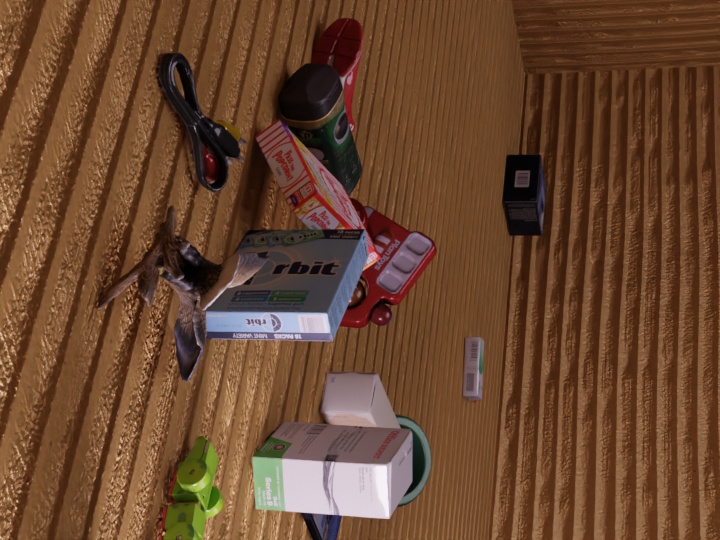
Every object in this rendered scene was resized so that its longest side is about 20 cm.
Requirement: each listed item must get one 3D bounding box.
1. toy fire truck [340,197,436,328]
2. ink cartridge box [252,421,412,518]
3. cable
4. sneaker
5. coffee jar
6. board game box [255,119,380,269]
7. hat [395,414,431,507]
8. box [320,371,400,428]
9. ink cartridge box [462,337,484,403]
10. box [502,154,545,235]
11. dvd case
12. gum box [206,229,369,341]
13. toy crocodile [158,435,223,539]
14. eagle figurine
[{"bbox_3d":[0.000,0.000,1.737,0.201,0.167,0.112,-53,156,-15],"label":"toy fire truck"},{"bbox_3d":[-0.035,0.279,1.608,0.146,0.197,0.085,-36,125,-70],"label":"ink cartridge box"},{"bbox_3d":[-0.199,-0.169,1.359,0.200,0.050,0.098,49,59,-49],"label":"cable"},{"bbox_3d":[-0.038,-0.301,1.862,0.116,0.077,0.203,70,36,-70],"label":"sneaker"},{"bbox_3d":[-0.060,-0.207,1.725,0.202,0.084,0.105,76,31,-41],"label":"coffee jar"},{"bbox_3d":[-0.059,-0.101,1.611,0.200,0.046,0.153,44,16,-54],"label":"board game box"},{"bbox_3d":[0.025,0.355,2.162,0.198,0.175,0.168,11,79,-36],"label":"hat"},{"bbox_3d":[0.003,0.254,1.944,0.201,0.093,0.079,66,29,-52],"label":"box"},{"bbox_3d":[0.326,0.281,3.180,0.200,0.049,0.164,36,55,-68],"label":"ink cartridge box"},{"bbox_3d":[0.559,-0.255,3.872,0.199,0.121,0.202,69,27,-55],"label":"box"},{"bbox_3d":[-0.061,0.364,1.850,0.201,0.017,0.144,75,22,-46],"label":"dvd case"},{"bbox_3d":[-0.093,0.015,1.460,0.201,0.167,0.045,-65,150,-55],"label":"gum box"},{"bbox_3d":[-0.199,0.281,1.301,0.068,0.061,0.202,71,20,-47],"label":"toy crocodile"},{"bbox_3d":[-0.178,0.018,1.245,0.200,0.150,0.153,56,16,-55],"label":"eagle figurine"}]
